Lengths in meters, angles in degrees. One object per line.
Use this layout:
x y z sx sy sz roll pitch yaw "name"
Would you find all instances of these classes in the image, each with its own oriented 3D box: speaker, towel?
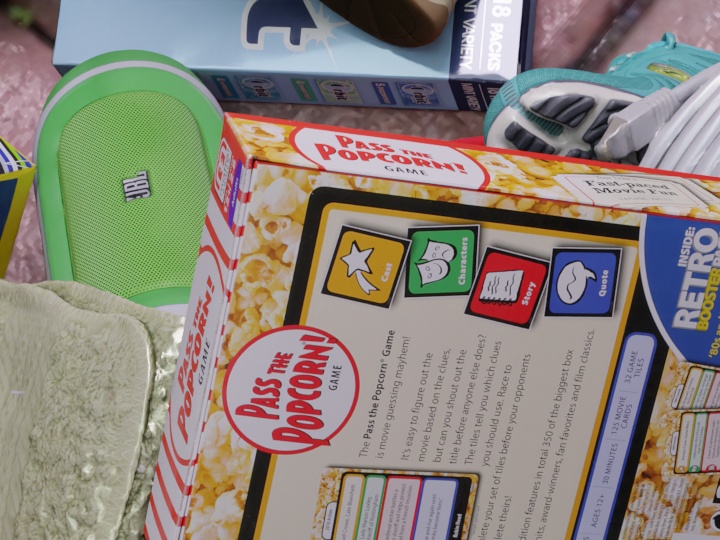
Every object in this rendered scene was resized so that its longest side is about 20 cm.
-0.081 -0.002 1.088 0.088 0.089 0.200 -20 39 3 "speaker"
-0.126 0.101 0.987 0.148 0.036 0.201 8 86 43 "towel"

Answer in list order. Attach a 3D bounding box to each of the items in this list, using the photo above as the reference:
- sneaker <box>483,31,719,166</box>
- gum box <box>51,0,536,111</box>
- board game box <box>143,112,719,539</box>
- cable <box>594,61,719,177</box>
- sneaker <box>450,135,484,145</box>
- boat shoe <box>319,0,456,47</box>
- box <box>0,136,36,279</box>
0.113 -0.051 1.077 0.078 0.200 0.080 -47 57 30 "sneaker"
-0.022 -0.157 1.190 0.199 0.045 0.171 2 75 10 "gum box"
0.040 0.037 0.920 0.199 0.046 0.152 7 110 -17 "board game box"
0.181 -0.010 1.034 0.200 0.200 0.069 -36 44 -11 "cable"
0.000 0.000 1.102 0.200 0.116 0.078 -32 71 -3 "sneaker"
-0.035 -0.172 1.110 0.200 0.072 0.065 36 70 -14 "boat shoe"
-0.225 -0.061 1.148 0.200 0.064 0.070 38 123 30 "box"
